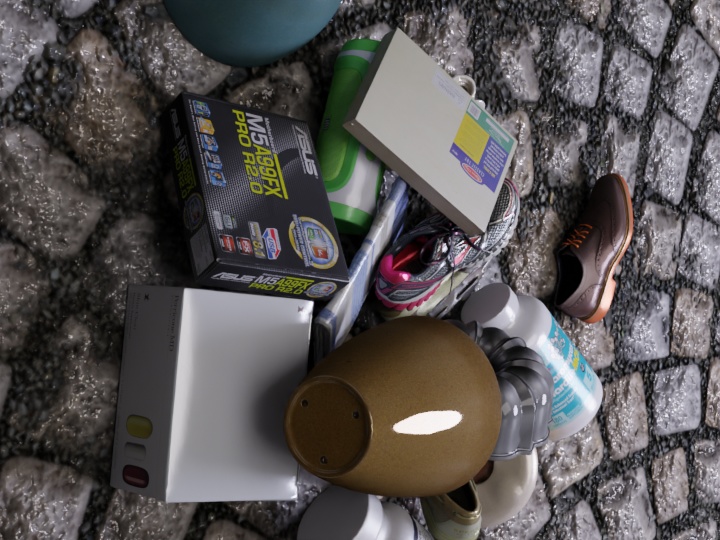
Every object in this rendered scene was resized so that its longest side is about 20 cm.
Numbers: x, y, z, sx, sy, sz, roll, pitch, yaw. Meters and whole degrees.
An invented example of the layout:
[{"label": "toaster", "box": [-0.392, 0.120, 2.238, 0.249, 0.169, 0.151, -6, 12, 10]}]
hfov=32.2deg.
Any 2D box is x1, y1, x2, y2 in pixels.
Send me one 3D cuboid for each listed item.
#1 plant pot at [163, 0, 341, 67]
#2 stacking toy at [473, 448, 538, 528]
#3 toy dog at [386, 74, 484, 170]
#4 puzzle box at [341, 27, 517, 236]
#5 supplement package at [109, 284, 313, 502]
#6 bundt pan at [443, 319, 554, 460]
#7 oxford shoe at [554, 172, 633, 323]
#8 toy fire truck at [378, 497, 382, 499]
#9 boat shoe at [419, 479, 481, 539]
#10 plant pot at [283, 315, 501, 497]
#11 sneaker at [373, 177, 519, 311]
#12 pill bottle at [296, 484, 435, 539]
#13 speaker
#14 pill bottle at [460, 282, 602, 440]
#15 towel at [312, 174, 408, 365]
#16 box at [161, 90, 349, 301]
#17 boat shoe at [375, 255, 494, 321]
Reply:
[{"label": "plant pot", "box": [-0.086, -0.312, 1.256, 0.200, 0.135, 0.201, -1, 92, -40]}, {"label": "stacking toy", "box": [0.158, 0.220, 1.484, 0.200, 0.146, 0.147, 6, 87, -68]}, {"label": "toy dog", "box": [0.102, -0.156, 1.438, 0.200, 0.096, 0.132, -16, 101, -38]}, {"label": "puzzle box", "box": [0.079, -0.145, 1.332, 0.200, 0.025, 0.133, 40, 56, -25]}, {"label": "supplement package", "box": [-0.145, 0.120, 1.228, 0.155, 0.111, 0.201, 7, 85, -40]}, {"label": "bundt pan", "box": [0.119, 0.118, 1.362, 0.201, 0.202, 0.076, -13, 125, -39]}, {"label": "oxford shoe", "box": [0.301, -0.036, 1.624, 0.072, 0.071, 0.201, 17, 80, -33]}, {"label": "toy fire truck", "box": [-0.001, 0.262, 1.390, 0.200, 0.049, 0.142, 28, 73, -36]}, {"label": "boat shoe", "box": [0.078, 0.201, 1.341, 0.073, 0.201, 0.063, -5, 135, -18]}, {"label": "plant pot", "box": [0.013, 0.141, 1.205, 0.200, 0.186, 0.187, -1, 91, -62]}, {"label": "sneaker", "box": [0.101, -0.033, 1.383, 0.200, 0.081, 0.075, -41, 161, -15]}, {"label": "pill bottle", "box": [0.031, 0.314, 1.310, 0.200, 0.116, 0.116, 46, 63, -29]}, {"label": "speaker", "box": [-0.006, -0.145, 1.354, 0.088, 0.088, 0.201, 21, 77, -38]}, {"label": "pill bottle", "box": [0.203, 0.106, 1.517, 0.200, 0.111, 0.111, 49, 62, -29]}, {"label": "towel", "box": [0.000, 0.000, 1.346, 0.024, 0.147, 0.200, 25, 70, 7]}, {"label": "box", "box": [-0.105, -0.073, 1.242, 0.160, 0.044, 0.201, 9, 55, -38]}, {"label": "boat shoe", "box": [0.103, 0.008, 1.463, 0.201, 0.072, 0.066, -39, 123, -25]}]
